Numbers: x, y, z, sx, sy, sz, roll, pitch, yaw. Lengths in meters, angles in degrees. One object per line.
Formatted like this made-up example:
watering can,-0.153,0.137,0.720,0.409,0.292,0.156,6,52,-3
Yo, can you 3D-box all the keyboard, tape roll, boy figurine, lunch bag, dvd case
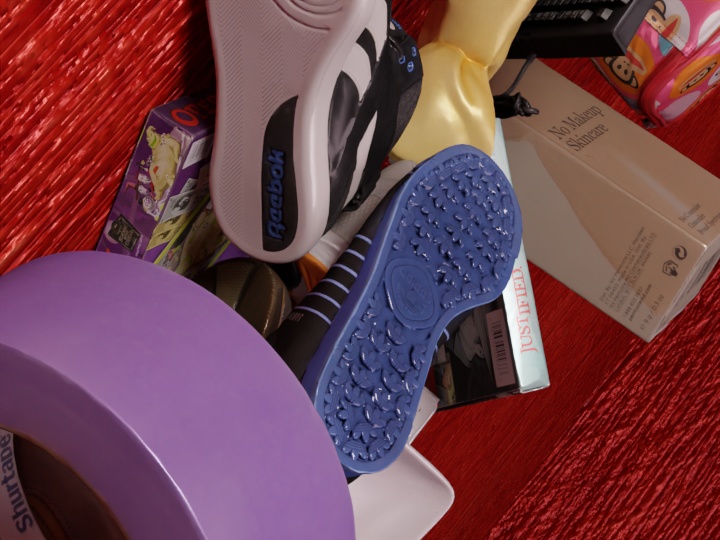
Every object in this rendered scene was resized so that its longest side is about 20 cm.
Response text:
keyboard,0.097,-0.132,0.961,0.127,0.021,0.200,-60,-160,-6
tape roll,-0.106,0.100,0.662,0.085,0.200,0.201,-37,157,-53
boy figurine,0.071,-0.135,0.896,0.201,0.064,0.124,-64,-168,-27
lunch bag,0.234,-0.183,1.122,0.200,0.082,0.176,-46,168,8
dvd case,0.052,0.005,1.003,0.022,0.147,0.200,-8,173,-15

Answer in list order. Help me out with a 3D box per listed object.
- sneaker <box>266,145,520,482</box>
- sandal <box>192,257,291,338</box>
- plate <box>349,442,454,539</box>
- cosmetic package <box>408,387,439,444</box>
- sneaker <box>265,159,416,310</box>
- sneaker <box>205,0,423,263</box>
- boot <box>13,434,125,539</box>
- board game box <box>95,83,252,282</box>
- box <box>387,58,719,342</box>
sneaker,0.003,0.020,0.768,0.078,0.070,0.200,-24,-159,42
sandal,-0.084,0.090,0.835,0.055,0.082,0.201,29,84,-54
plate,-0.078,0.127,0.908,0.200,0.200,0.032,-45,-150,-1
cosmetic package,-0.061,0.124,1.019,0.200,0.113,0.081,-53,-176,-18
sneaker,0.000,0.000,0.912,0.092,0.076,0.200,-40,178,-14
sneaker,-0.012,-0.111,0.746,0.112,0.073,0.201,-46,155,-50
boot,-0.097,0.128,0.748,0.068,0.200,0.189,-11,137,-54
board game box,-0.055,-0.047,0.851,0.200,0.032,0.120,-32,149,-56
box,0.127,-0.054,1.075,0.095,0.200,0.078,-35,156,-55
